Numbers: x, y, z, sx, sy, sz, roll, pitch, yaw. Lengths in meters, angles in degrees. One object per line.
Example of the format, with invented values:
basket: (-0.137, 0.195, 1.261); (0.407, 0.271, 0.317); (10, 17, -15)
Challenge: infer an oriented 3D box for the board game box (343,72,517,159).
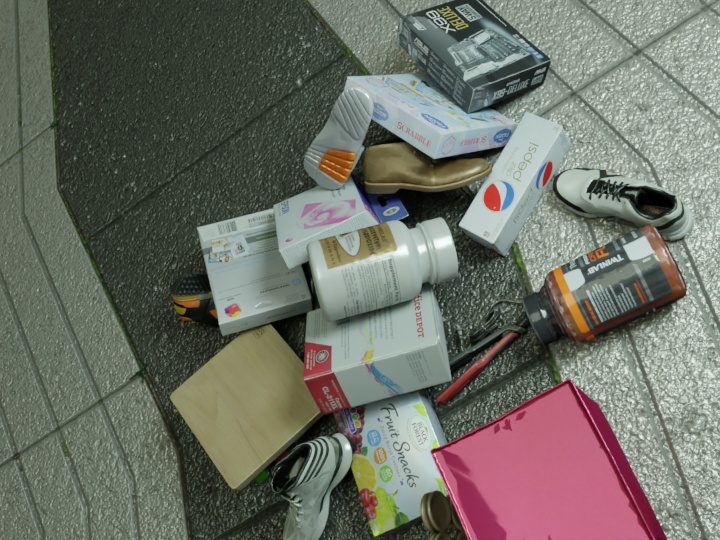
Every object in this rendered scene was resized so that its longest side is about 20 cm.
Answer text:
board game box: (0.107, -0.244, 1.159); (0.199, 0.198, 0.042); (39, 126, 31)

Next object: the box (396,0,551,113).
box: (0.175, -0.347, 1.191); (0.156, 0.050, 0.201); (-23, 58, -22)

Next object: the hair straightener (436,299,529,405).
hair straightener: (0.166, 0.103, 1.099); (0.200, 0.041, 0.077); (-44, 60, 8)

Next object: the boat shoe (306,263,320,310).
boat shoe: (-0.060, 0.032, 1.224); (0.072, 0.063, 0.203); (-19, 66, 20)

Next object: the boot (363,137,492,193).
boot: (0.096, -0.160, 1.127); (0.197, 0.074, 0.077); (-1, 110, 18)

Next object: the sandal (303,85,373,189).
sandal: (-0.019, -0.204, 1.155); (0.079, 0.059, 0.207); (42, 139, 4)

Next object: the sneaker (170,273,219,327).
sneaker: (-0.225, 0.058, 1.304); (0.197, 0.091, 0.070); (2, 40, 4)

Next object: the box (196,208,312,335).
box: (-0.178, -0.004, 1.256); (0.154, 0.041, 0.202); (-15, 55, -10)

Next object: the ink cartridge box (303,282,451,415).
ink cartridge box: (0.024, 0.109, 1.095); (0.197, 0.084, 0.147); (-16, 35, 11)

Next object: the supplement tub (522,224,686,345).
supplement tub: (0.320, 0.028, 1.008); (0.198, 0.107, 0.108); (-27, 63, 16)

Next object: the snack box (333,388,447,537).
snack box: (0.054, 0.261, 1.098); (0.141, 0.053, 0.202); (-29, 63, 14)

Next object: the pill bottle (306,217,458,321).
pill bottle: (0.030, -0.007, 1.063); (0.197, 0.115, 0.116); (-15, 65, -5)

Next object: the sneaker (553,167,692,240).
sneaker: (0.360, -0.107, 1.049); (0.198, 0.080, 0.075); (21, 85, 32)

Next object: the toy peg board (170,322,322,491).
toy peg board: (-0.163, 0.220, 1.213); (0.199, 0.098, 0.200); (-40, 60, -9)

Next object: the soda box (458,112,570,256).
soda box: (0.231, -0.128, 1.129); (0.068, 0.064, 0.202); (30, 88, 32)

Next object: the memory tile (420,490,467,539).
memory tile: (0.136, 0.385, 0.961); (0.017, 0.152, 0.203); (-23, 64, 34)

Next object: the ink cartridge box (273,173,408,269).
ink cartridge box: (-0.039, -0.094, 1.180); (0.198, 0.044, 0.197); (-25, 25, 2)

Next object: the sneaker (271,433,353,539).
sneaker: (-0.097, 0.325, 1.094); (0.075, 0.114, 0.203); (37, 111, 43)

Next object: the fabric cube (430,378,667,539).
fabric cube: (0.232, 0.276, 0.919); (0.198, 0.199, 0.198); (-30, 64, 15)
